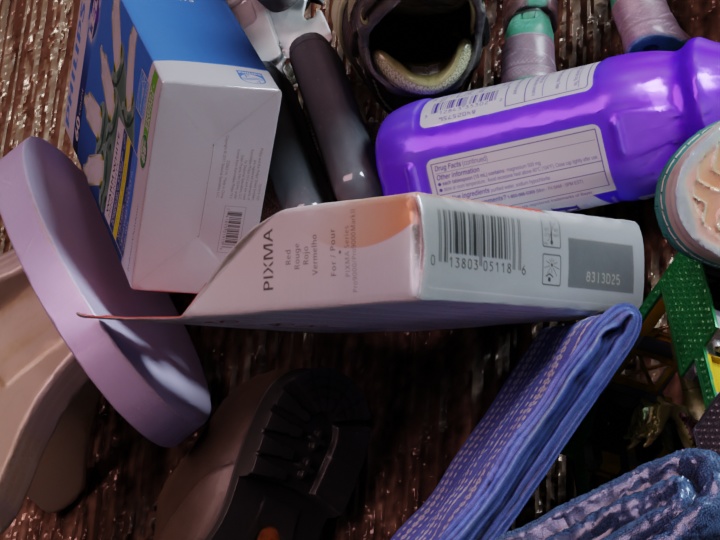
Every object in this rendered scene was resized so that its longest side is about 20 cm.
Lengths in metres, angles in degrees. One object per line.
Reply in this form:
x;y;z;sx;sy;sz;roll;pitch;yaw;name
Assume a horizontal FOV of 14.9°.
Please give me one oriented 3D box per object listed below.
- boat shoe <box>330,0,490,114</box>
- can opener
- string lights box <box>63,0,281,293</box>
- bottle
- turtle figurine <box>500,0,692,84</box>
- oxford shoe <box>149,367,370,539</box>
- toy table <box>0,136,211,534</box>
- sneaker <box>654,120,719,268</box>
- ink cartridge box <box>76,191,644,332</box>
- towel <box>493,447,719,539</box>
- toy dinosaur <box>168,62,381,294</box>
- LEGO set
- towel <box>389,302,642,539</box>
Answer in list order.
0.024;-0.111;1.269;0.071;0.201;0.066;-7;66;-2;boat shoe
-0.039;-0.097;1.299;0.053;0.067;0.201;-30;42;10;can opener
-0.093;-0.076;1.309;0.200;0.058;0.103;-122;39;-61;string lights box
0.109;-0.061;1.230;0.199;0.084;0.066;-12;96;16;bottle
0.098;-0.176;1.318;0.149;0.100;0.201;-28;56;36;turtle figurine
-0.068;0.137;1.259;0.084;0.073;0.201;3;59;57;oxford shoe
-0.161;0.035;1.310;0.117;0.184;0.200;-37;29;9;toy table
0.186;-0.042;1.116;0.080;0.199;0.072;-15;93;57;sneaker
0.000;0.000;1.202;0.199;0.162;0.051;-1;86;40;ink cartridge box
0.134;0.153;0.979;0.111;0.200;0.049;-31;32;19;towel
-0.047;-0.037;1.350;0.199;0.077;0.103;-26;34;17;toy dinosaur
0.164;0.089;1.091;0.201;0.115;0.154;-102;34;-55;LEGO set
0.054;0.076;1.138;0.145;0.024;0.200;-54;3;-7;towel
